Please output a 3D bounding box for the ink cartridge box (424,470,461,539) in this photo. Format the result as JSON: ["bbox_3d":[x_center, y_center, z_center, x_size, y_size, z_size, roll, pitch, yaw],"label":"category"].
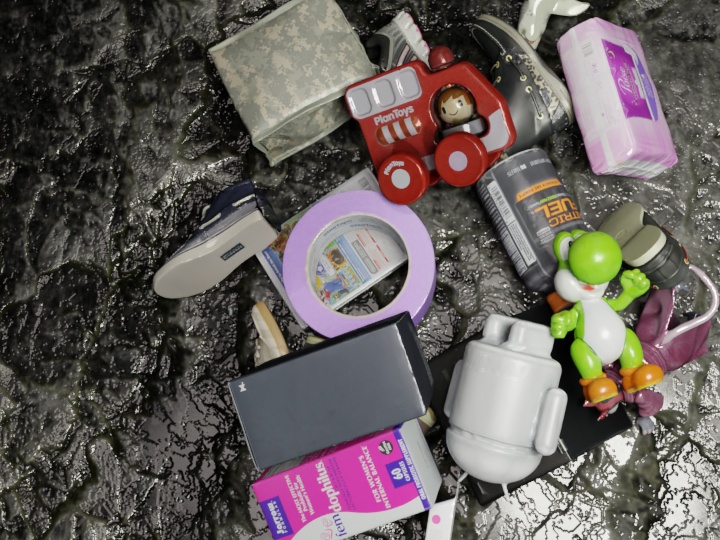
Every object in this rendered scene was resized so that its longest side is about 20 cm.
[{"bbox_3d":[0.093,0.342,1.051,0.037,0.095,0.202,10,78,10],"label":"ink cartridge box"}]

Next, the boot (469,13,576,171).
[{"bbox_3d":[0.182,-0.240,1.194,0.153,0.074,0.204,-39,76,-1],"label":"boot"}]

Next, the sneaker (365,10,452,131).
[{"bbox_3d":[0.067,-0.266,1.215,0.087,0.074,0.201,-26,70,0],"label":"sneaker"}]

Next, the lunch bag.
[{"bbox_3d":[-0.084,-0.273,1.211,0.199,0.118,0.165,-29,75,4],"label":"lunch bag"}]

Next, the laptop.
[{"bbox_3d":[0.206,0.162,1.102,0.199,0.116,0.189,-32,74,16],"label":"laptop"}]

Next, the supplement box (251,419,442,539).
[{"bbox_3d":[-0.015,0.257,1.055,0.198,0.103,0.102,-23,91,14],"label":"supplement box"}]

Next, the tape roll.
[{"bbox_3d":[0.000,0.000,1.143,0.198,0.066,0.203,-2,76,7],"label":"tape roll"}]

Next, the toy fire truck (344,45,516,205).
[{"bbox_3d":[0.089,-0.189,1.109,0.198,0.112,0.169,-16,103,29],"label":"toy fire truck"}]

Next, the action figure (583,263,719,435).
[{"bbox_3d":[0.354,0.112,1.057,0.134,0.149,0.200,45,71,8],"label":"action figure"}]

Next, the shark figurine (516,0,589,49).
[{"bbox_3d":[0.293,-0.408,1.223,0.213,0.090,0.129,-29,108,7],"label":"shark figurine"}]

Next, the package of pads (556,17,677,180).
[{"bbox_3d":[0.336,-0.222,1.144,0.075,0.120,0.202,-26,71,44],"label":"package of pads"}]

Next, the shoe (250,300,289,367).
[{"bbox_3d":[-0.111,0.137,1.138,0.053,0.070,0.202,-20,77,-7],"label":"shoe"}]

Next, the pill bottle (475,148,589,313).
[{"bbox_3d":[0.237,-0.047,1.123,0.105,0.106,0.202,-25,76,0],"label":"pill bottle"}]

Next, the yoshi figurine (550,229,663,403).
[{"bbox_3d":[0.272,0.041,0.987,0.111,0.112,0.202,-26,73,36],"label":"yoshi figurine"}]

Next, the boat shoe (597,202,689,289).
[{"bbox_3d":[0.345,-0.031,1.075,0.063,0.202,0.074,42,103,-12],"label":"boat shoe"}]

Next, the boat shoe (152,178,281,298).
[{"bbox_3d":[-0.204,-0.045,1.203,0.199,0.075,0.093,-29,50,7],"label":"boat shoe"}]

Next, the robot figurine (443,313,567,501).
[{"bbox_3d":[0.162,0.154,0.997,0.112,0.169,0.202,14,89,-35],"label":"robot figurine"}]

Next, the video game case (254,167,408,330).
[{"bbox_3d":[-0.033,-0.031,1.197,0.199,0.018,0.144,-33,75,-2],"label":"video game case"}]

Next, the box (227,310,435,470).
[{"bbox_3d":[-0.025,0.133,1.001,0.198,0.182,0.105,-20,88,9],"label":"box"}]

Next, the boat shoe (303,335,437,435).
[{"bbox_3d":[0.003,0.157,1.120,0.200,0.072,0.066,31,77,8],"label":"boat shoe"}]
